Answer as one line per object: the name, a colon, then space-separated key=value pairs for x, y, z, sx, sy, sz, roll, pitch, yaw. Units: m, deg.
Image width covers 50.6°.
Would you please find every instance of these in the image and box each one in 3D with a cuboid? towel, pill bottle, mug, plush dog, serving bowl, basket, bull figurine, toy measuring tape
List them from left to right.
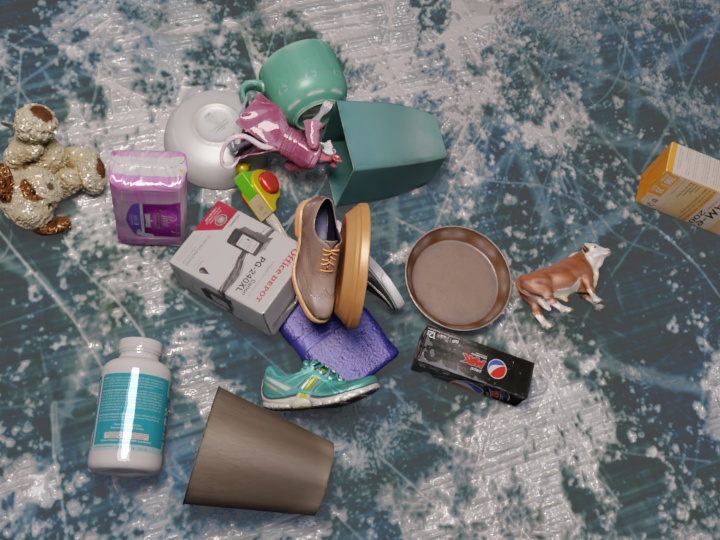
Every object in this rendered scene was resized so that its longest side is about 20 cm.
plush dog: x=-0.549 y=-0.152 z=1.278 sx=0.158 sy=0.200 sz=0.174 roll=-10 pitch=54 yaw=23
pill bottle: x=-0.351 y=0.209 z=1.176 sx=0.109 sy=0.111 sz=0.203 roll=4 pitch=68 yaw=-7
serving bowl: x=-0.264 y=-0.254 z=1.403 sx=0.197 sy=0.066 sz=0.203 roll=3 pitch=67 yaw=-7
basket: x=-0.149 y=0.291 z=1.168 sx=0.197 sy=0.136 sz=0.183 roll=16 pitch=70 yaw=-6
toy measuring tape: x=-0.157 y=-0.114 z=1.372 sx=0.073 sy=0.073 sz=0.201 roll=-38 pitch=94 yaw=-21
mug: x=-0.113 y=-0.326 z=1.419 sx=0.184 sy=0.152 sz=0.116 roll=-29 pitch=74 yaw=17
towel: x=-0.046 y=0.110 z=1.304 sx=0.147 sy=0.050 sz=0.201 roll=-35 pitch=76 yaw=-15
bull figurine: x=0.381 y=0.024 z=1.390 sx=0.198 sy=0.065 sz=0.122 roll=-20 pitch=60 yaw=-13

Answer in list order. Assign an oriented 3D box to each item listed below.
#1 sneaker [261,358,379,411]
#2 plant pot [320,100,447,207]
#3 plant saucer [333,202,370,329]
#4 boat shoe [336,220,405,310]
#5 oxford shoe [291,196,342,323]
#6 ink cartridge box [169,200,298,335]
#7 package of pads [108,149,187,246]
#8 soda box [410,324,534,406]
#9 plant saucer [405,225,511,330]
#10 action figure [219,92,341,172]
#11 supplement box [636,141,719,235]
sneaker: x=-0.068 y=0.181 z=1.219 sx=0.197 sy=0.077 sz=0.081 roll=-5 pitch=78 yaw=13
plant pot: x=0.047 y=-0.218 z=1.405 sx=0.197 sy=0.142 sz=0.143 roll=-6 pitch=69 yaw=-19
plant saucer: x=-0.016 y=-0.008 z=1.217 sx=0.037 sy=0.201 sz=0.203 roll=5 pitch=67 yaw=-7
boat shoe: x=0.000 y=0.000 z=1.348 sx=0.056 sy=0.069 sz=0.200 roll=-39 pitch=75 yaw=-5
oxford shoe: x=-0.065 y=-0.018 z=1.211 sx=0.071 sy=0.073 sz=0.203 roll=-4 pitch=86 yaw=-31
ink cartridge box: x=-0.193 y=-0.006 z=1.281 sx=0.198 sy=0.084 sz=0.146 roll=26 pitch=65 yaw=18
package of pads: x=-0.347 y=-0.119 z=1.262 sx=0.119 sy=0.201 sz=0.077 roll=3 pitch=62 yaw=-11
soda box: x=0.192 y=0.165 z=1.307 sx=0.198 sy=0.063 sz=0.072 roll=19 pitch=67 yaw=0
plant saucer: x=0.174 y=0.017 z=1.381 sx=0.197 sy=0.035 sz=0.203 roll=4 pitch=67 yaw=-9
action figure: x=-0.125 y=-0.226 z=1.327 sx=0.198 sy=0.135 sz=0.150 roll=23 pitch=38 yaw=-1
supplement box: x=0.658 y=-0.153 z=1.478 sx=0.198 sy=0.126 sz=0.074 roll=22 pitch=65 yaw=1
